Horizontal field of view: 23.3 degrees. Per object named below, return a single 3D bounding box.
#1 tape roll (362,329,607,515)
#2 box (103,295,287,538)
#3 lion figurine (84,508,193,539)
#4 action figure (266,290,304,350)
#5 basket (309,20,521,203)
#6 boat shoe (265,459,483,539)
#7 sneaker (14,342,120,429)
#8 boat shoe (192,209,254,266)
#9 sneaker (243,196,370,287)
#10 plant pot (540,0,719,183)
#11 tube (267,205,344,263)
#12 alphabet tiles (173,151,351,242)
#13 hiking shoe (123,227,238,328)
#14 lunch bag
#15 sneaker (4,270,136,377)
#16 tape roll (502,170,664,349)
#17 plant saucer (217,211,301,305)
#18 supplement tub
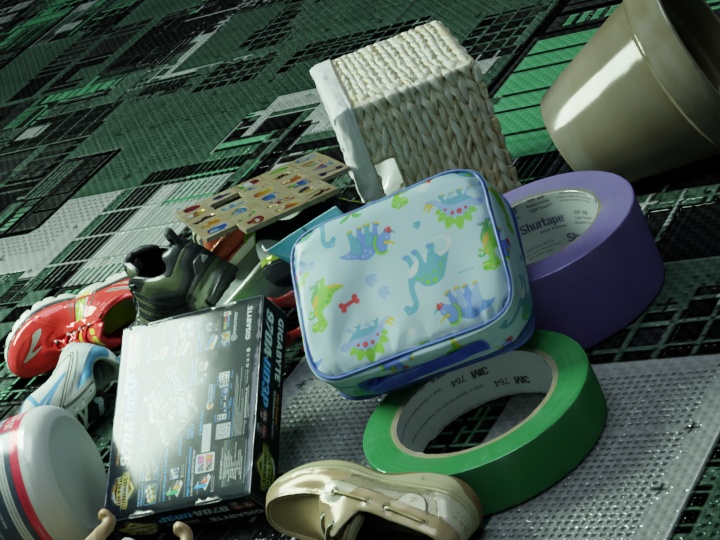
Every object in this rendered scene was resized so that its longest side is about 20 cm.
[{"bbox_3d":[0.102,0.125,1.445,0.200,0.048,0.200,-22,24,10],"label":"tape roll"},{"bbox_3d":[-0.148,0.132,1.580,0.159,0.046,0.200,-14,57,26],"label":"box"},{"bbox_3d":[-0.194,0.266,1.437,0.200,0.073,0.123,-2,41,36],"label":"lion figurine"},{"bbox_3d":[-0.055,0.047,1.724,0.099,0.065,0.200,-30,-7,34],"label":"action figure"},{"bbox_3d":[0.060,-0.136,1.849,0.161,0.198,0.200,-23,23,-1],"label":"basket"},{"bbox_3d":[-0.002,0.196,1.379,0.200,0.071,0.065,-6,30,37],"label":"boat shoe"},{"bbox_3d":[-0.305,0.148,1.803,0.072,0.072,0.200,10,43,13],"label":"sneaker"},{"bbox_3d":[-0.150,-0.035,1.898,0.071,0.063,0.200,-50,4,-1],"label":"boat shoe"},{"bbox_3d":[-0.016,-0.051,1.724,0.200,0.083,0.072,-18,-14,-13],"label":"sneaker"},{"bbox_3d":[0.282,-0.172,1.734,0.173,0.200,0.200,-35,18,27],"label":"plant pot"},{"bbox_3d":[0.000,0.000,1.632,0.077,0.200,0.050,-36,53,15],"label":"tube"},{"bbox_3d":[-0.093,-0.074,1.754,0.167,0.008,0.200,-24,17,-11],"label":"alphabet tiles"},{"bbox_3d":[-0.208,0.017,1.842,0.200,0.101,0.076,-39,11,48],"label":"hiking shoe"},{"bbox_3d":[0.043,0.017,1.495,0.200,0.082,0.161,-22,61,18],"label":"lunch bag"},{"bbox_3d":[-0.311,0.063,1.973,0.200,0.077,0.085,-30,29,-6],"label":"sneaker"},{"bbox_3d":[0.170,-0.004,1.596,0.200,0.085,0.200,-22,23,10],"label":"tape roll"},{"bbox_3d":[-0.102,0.008,1.846,0.200,0.050,0.200,-47,9,10],"label":"plant saucer"},{"bbox_3d":[-0.343,0.217,1.602,0.200,0.140,0.140,-21,24,13],"label":"supplement tub"}]
